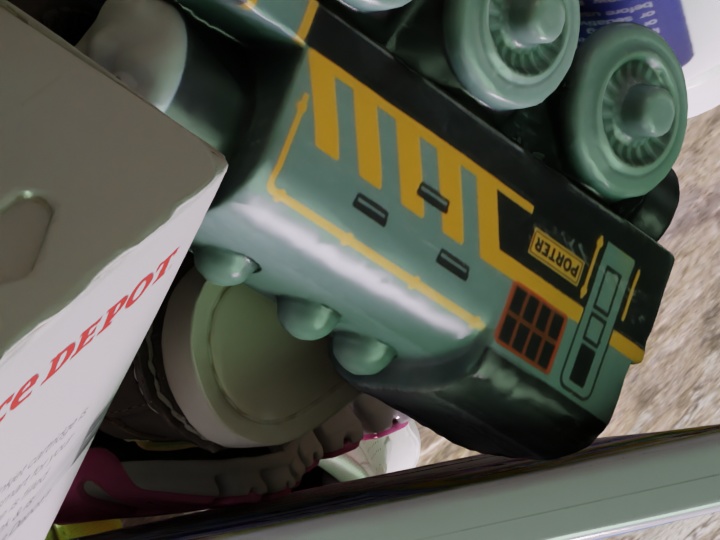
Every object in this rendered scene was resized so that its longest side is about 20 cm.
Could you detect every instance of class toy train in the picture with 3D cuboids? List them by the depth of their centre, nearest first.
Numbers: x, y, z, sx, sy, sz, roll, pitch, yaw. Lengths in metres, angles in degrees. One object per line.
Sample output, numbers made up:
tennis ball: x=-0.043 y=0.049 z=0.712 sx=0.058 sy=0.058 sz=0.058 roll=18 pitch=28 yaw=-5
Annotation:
toy train: x=0.007 y=-0.033 z=0.748 sx=0.200 sy=0.085 sz=0.115 roll=33 pitch=70 yaw=-41

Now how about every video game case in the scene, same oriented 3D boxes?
video game case: x=0.007 y=0.071 z=0.821 sx=0.199 sy=0.022 sz=0.182 roll=-9 pitch=178 yaw=-27

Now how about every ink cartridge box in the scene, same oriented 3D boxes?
ink cartridge box: x=-0.127 y=0.050 z=0.667 sx=0.146 sy=0.084 sz=0.200 roll=-44 pitch=166 yaw=-51

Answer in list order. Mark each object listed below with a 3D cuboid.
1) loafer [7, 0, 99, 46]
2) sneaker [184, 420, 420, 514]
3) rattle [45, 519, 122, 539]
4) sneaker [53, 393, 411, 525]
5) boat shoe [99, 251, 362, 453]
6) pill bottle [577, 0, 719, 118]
loafer: x=-0.089 y=-0.045 z=0.794 sx=0.200 sy=0.071 sz=0.073 roll=36 pitch=68 yaw=-76
sneaker: x=-0.023 y=0.075 z=1.042 sx=0.078 sy=0.099 sz=0.200 roll=-47 pitch=156 yaw=13
rattle: x=-0.151 y=0.090 z=0.965 sx=0.130 sy=0.144 sz=0.199 roll=-29 pitch=-170 yaw=-41
sneaker: x=-0.042 y=0.020 z=0.892 sx=0.073 sy=0.088 sz=0.200 roll=-6 pitch=-172 yaw=29
boat shoe: x=0.000 y=0.000 z=0.837 sx=0.059 sy=0.072 sz=0.200 roll=-10 pitch=-168 yaw=42
pill bottle: x=0.068 y=-0.119 z=0.825 sx=0.120 sy=0.120 sz=0.200 roll=-40 pitch=157 yaw=-4
